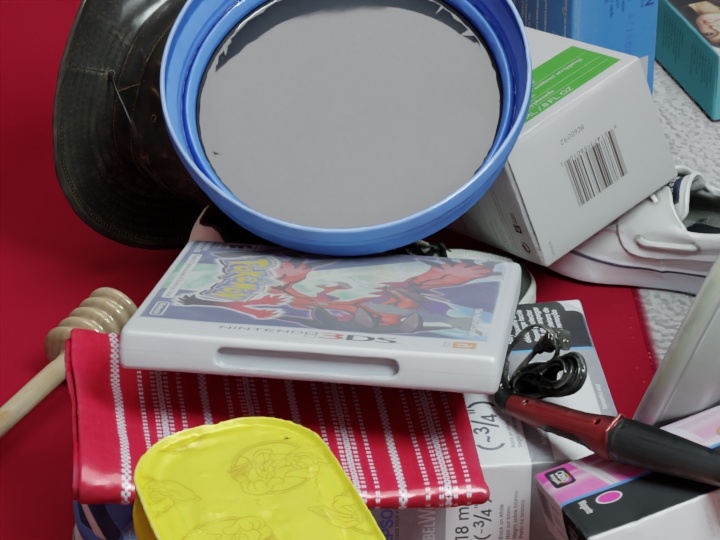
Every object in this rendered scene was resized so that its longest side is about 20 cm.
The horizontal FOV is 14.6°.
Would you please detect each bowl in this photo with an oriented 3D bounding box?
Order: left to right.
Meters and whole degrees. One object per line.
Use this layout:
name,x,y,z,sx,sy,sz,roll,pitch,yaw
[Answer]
bowl,-0.007,-0.098,1.511,0.200,0.039,0.201,-2,60,3

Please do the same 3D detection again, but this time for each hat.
hat,-0.081,-0.099,1.597,0.200,0.201,0.081,-23,29,-30

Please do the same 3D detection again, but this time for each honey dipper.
honey dipper,-0.187,0.076,1.492,0.038,0.038,0.200,18,42,27

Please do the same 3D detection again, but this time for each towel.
towel,-0.044,0.070,1.364,0.199,0.023,0.145,1,29,-6

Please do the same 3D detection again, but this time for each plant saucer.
plant saucer,0.201,0.010,1.411,0.050,0.201,0.200,29,40,8

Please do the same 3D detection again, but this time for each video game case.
video game case,-0.014,0.020,1.412,0.181,0.023,0.200,4,13,5

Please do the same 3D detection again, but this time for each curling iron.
curling iron,0.123,0.070,1.332,0.025,0.050,0.200,18,5,-32

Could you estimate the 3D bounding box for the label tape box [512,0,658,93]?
label tape box,0.108,-0.170,1.758,0.066,0.144,0.200,-16,36,-21

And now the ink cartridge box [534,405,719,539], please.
ink cartridge box,0.188,0.091,1.329,0.199,0.037,0.095,-18,17,-8

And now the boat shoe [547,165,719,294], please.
boat shoe,0.182,-0.029,1.610,0.199,0.066,0.074,10,35,16

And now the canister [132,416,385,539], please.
canister,-0.036,0.184,1.165,0.086,0.201,0.149,-12,35,-17

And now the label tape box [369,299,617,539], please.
label tape box,0.028,0.085,1.442,0.199,0.064,0.144,-4,32,-6

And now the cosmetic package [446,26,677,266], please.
cosmetic package,0.075,-0.081,1.624,0.107,0.085,0.200,-35,31,-22

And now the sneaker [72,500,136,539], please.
sneaker,-0.083,0.139,1.344,0.074,0.083,0.200,-18,38,-29

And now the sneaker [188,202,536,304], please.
sneaker,0.000,0.000,1.552,0.199,0.088,0.076,-3,31,-5

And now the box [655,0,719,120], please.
box,0.226,-0.172,1.844,0.082,0.049,0.200,-12,34,-16
